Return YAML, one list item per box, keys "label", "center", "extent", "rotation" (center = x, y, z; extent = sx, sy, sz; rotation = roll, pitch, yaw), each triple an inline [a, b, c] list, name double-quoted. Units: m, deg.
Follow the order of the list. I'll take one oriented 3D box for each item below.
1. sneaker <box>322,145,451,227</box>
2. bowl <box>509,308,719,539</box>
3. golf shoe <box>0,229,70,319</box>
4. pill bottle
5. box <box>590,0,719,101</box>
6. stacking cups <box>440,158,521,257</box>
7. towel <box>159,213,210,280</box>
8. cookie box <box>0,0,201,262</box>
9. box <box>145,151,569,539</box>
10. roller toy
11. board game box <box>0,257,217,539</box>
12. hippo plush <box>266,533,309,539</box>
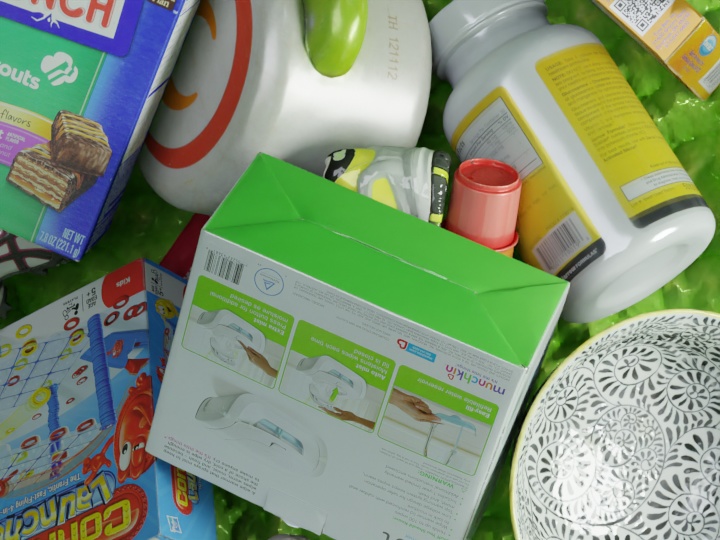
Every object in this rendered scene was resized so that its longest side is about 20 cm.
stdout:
- label: "sneaker"
  center: [0.000, 0.000, 1.636]
  extent: [0.076, 0.075, 0.200]
  rotation: [14, 128, -1]
- label: "bowl"
  center: [0.162, 0.114, 1.597]
  extent: [0.200, 0.094, 0.201]
  rotation: [-3, 99, -20]
- label: "golf shoe"
  center: [-0.229, -0.033, 1.707]
  extent: [0.200, 0.088, 0.077]
  rotation: [-44, 37, 17]
- label: "pill bottle"
  center: [0.120, -0.077, 1.645]
  extent: [0.112, 0.112, 0.200]
  rotation: [-34, 73, 11]
- label: "box"
  center: [0.139, -0.190, 1.650]
  extent: [0.041, 0.119, 0.200]
  rotation: [-46, 72, 8]
- label: "stacking cups"
  center: [0.064, 0.028, 1.632]
  extent: [0.060, 0.060, 0.200]
  rotation: [20, 118, 20]
- label: "towel"
  center: [-0.055, 0.048, 1.736]
  extent: [0.200, 0.022, 0.145]
  rotation: [37, 93, 18]
- label: "cookie box"
  center: [-0.200, -0.133, 1.611]
  extent: [0.171, 0.075, 0.200]
  rotation: [23, 109, 0]
- label: "box"
  center: [-0.005, 0.059, 1.566]
  extent: [0.200, 0.097, 0.177]
  rotation: [22, 128, 8]
- label: "roller toy"
  center: [-0.048, -0.120, 1.670]
  extent: [0.200, 0.139, 0.183]
  rotation: [41, 116, 51]
- label: "board game box"
  center: [-0.187, 0.120, 1.694]
  extent: [0.200, 0.056, 0.196]
  rotation: [-27, 52, 27]
- label: "hippo plush"
  center: [-0.083, 0.269, 1.617]
  extent: [0.160, 0.159, 0.200]
  rotation: [-18, 63, -21]
